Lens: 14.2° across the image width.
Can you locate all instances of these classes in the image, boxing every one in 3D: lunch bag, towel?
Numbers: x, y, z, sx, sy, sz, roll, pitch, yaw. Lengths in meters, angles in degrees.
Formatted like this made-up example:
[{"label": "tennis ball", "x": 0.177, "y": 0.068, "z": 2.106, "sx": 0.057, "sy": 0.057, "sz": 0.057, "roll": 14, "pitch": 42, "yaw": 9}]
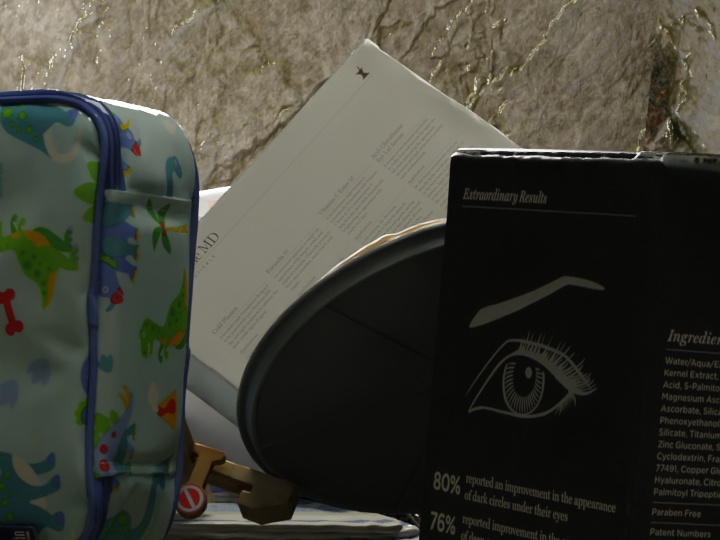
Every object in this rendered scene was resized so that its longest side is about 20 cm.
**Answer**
[{"label": "lunch bag", "x": -0.154, "y": 0.026, "z": 1.214, "sx": 0.160, "sy": 0.201, "sz": 0.082, "roll": 3, "pitch": -2, "yaw": 31}, {"label": "towel", "x": -0.074, "y": 0.122, "z": 1.391, "sx": 0.146, "sy": 0.024, "sz": 0.200, "roll": 3, "pitch": 0, "yaw": -27}]

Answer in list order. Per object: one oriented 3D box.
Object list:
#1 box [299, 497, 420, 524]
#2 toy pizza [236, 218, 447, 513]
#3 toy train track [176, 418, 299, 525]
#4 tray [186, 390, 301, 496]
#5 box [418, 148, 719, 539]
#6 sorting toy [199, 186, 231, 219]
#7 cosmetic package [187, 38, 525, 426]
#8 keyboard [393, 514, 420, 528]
[{"label": "box", "x": 0.036, "y": 0.092, "z": 1.557, "sx": 0.199, "sy": 0.049, "sz": 0.161, "roll": 5, "pitch": 24, "yaw": -37}, {"label": "toy pizza", "x": 0.041, "y": 0.036, "z": 1.254, "sx": 0.199, "sy": 0.032, "sz": 0.201, "roll": -11, "pitch": -38, "yaw": -9}, {"label": "toy train track", "x": -0.126, "y": 0.081, "z": 1.281, "sx": 0.199, "sy": 0.033, "sz": 0.115, "roll": 18, "pitch": -20, "yaw": 11}, {"label": "tray", "x": -0.099, "y": 0.054, "z": 1.476, "sx": 0.107, "sy": 0.022, "sz": 0.200, "roll": 17, "pitch": 23, "yaw": -34}, {"label": "box", "x": 0.106, "y": 0.055, "z": 1.116, "sx": 0.104, "sy": 0.201, "sz": 0.148, "roll": 6, "pitch": 1, "yaw": -30}, {"label": "sorting toy", "x": -0.048, "y": -0.013, "z": 1.562, "sx": 0.179, "sy": 0.107, "sz": 0.200, "roll": 0, "pitch": 18, "yaw": -10}, {"label": "cosmetic package", "x": 0.000, "y": 0.000, "z": 1.454, "sx": 0.151, "sy": 0.200, "sz": 0.052, "roll": 37, "pitch": -23, "yaw": 12}, {"label": "keyboard", "x": 0.077, "y": 0.101, "z": 1.344, "sx": 0.021, "sy": 0.127, "sz": 0.200, "roll": 46, "pitch": -12, "yaw": -25}]
